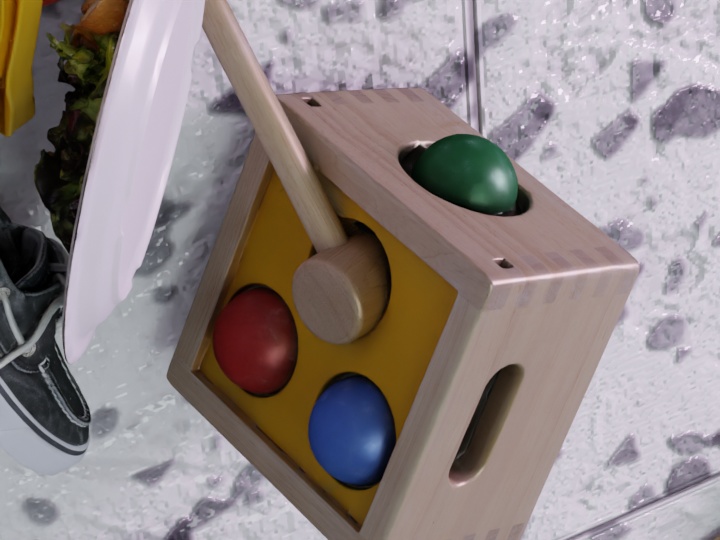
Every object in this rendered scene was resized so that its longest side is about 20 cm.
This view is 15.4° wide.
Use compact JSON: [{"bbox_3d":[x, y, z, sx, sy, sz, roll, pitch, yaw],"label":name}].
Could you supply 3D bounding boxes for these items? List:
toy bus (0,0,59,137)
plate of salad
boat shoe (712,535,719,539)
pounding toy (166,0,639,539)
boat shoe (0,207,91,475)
[{"bbox_3d":[-0.182,-0.098,1.025,0.192,0.136,0.201,-23,137,-38],"label":"toy bus"},{"bbox_3d":[-0.102,-0.062,1.073,0.048,0.200,0.201,13,121,0],"label":"plate of salad"},{"bbox_3d":[0.188,0.229,1.549,0.200,0.070,0.070,-43,134,0],"label":"boat shoe"},{"bbox_3d":[0.000,0.000,1.186,0.142,0.184,0.201,-7,128,-44],"label":"pounding toy"},{"bbox_3d":[-0.154,0.009,1.150,0.068,0.074,0.200,-25,126,5],"label":"boat shoe"}]
